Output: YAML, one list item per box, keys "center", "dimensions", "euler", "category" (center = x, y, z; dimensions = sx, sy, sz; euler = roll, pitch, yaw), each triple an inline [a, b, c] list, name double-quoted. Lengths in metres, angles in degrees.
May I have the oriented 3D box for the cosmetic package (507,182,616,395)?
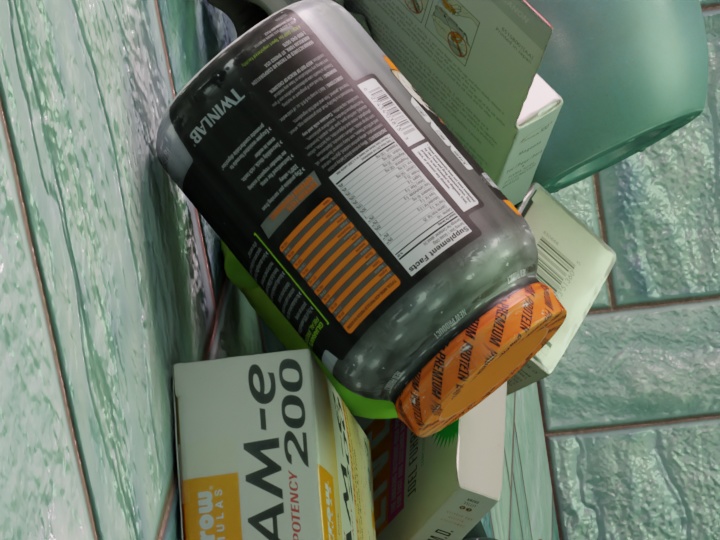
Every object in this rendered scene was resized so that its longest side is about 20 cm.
- center: [0.055, 0.033, 1.749]
  dimensions: [0.071, 0.200, 0.105]
  euler: [41, 54, -13]
  category: "cosmetic package"

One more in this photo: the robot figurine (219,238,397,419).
- center: [0.000, 0.000, 1.560]
  dimensions: [0.175, 0.116, 0.200]
  euler: [36, 9, -46]
  category: "robot figurine"

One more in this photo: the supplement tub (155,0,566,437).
- center: [0.002, -0.024, 1.420]
  dimensions: [0.200, 0.122, 0.123]
  euler: [51, 2, 11]
  category: "supplement tub"

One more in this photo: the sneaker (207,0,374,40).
- center: [-0.024, -0.093, 1.650]
  dimensions: [0.200, 0.088, 0.074]
  euler: [60, -32, -4]
  category: "sneaker"

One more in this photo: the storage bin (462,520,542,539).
- center: [0.045, 0.182, 1.889]
  dimensions: [0.200, 0.145, 0.135]
  euler: [72, 4, -59]
  category: "storage bin"

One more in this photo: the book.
- center: [0.024, 0.125, 1.649]
  dimensions: [0.200, 0.048, 0.134]
  euler: [-51, -155, 44]
  category: "book"

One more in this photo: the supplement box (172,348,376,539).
- center: [-0.038, 0.127, 1.476]
  dimensions: [0.200, 0.073, 0.126]
  euler: [60, 24, -72]
  category: "supplement box"

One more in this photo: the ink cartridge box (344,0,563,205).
- center: [0.035, -0.151, 1.637]
  dimensions: [0.200, 0.043, 0.174]
  euler: [46, -34, 20]
  category: "ink cartridge box"

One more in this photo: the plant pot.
- center: [0.117, -0.139, 1.747]
  dimensions: [0.161, 0.200, 0.201]
  euler: [64, 6, 5]
  category: "plant pot"
